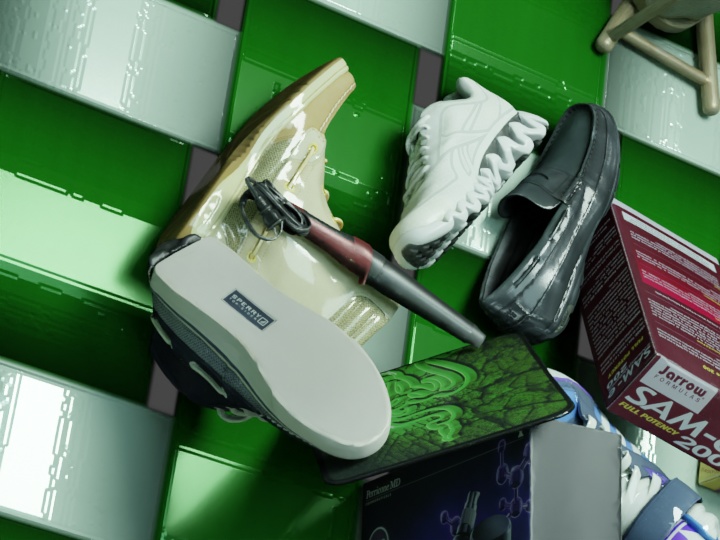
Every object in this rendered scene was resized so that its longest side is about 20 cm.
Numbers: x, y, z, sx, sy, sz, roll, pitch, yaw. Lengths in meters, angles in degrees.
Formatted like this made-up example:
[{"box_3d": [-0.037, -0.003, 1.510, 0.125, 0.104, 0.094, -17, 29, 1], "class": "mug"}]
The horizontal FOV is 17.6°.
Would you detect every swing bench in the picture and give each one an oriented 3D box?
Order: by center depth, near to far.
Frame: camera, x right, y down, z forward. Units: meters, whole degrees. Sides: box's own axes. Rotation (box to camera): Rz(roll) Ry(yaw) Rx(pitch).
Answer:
[{"box_3d": [0.304, -0.259, 1.800, 0.129, 0.199, 0.201, 28, 60, -22], "class": "swing bench"}]

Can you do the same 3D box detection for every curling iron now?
[{"box_3d": [0.000, 0.000, 1.532, 0.200, 0.026, 0.050, 33, 28, -22], "class": "curling iron"}]

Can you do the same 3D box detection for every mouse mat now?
[{"box_3d": [0.044, 0.085, 1.488, 0.160, 0.200, 0.008, -17, 103, -3], "class": "mouse mat"}]

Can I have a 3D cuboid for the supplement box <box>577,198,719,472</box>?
[{"box_3d": [0.217, 0.043, 1.663, 0.109, 0.061, 0.200, 29, 26, -21], "class": "supplement box"}]

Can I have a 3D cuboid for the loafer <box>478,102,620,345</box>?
[{"box_3d": [0.137, -0.043, 1.695, 0.070, 0.068, 0.201, 35, 61, -28], "class": "loafer"}]

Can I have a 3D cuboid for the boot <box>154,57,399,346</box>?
[{"box_3d": [-0.028, -0.034, 1.582, 0.155, 0.073, 0.200, 43, 57, -12], "class": "boot"}]

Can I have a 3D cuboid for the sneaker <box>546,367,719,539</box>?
[{"box_3d": [0.178, 0.148, 1.566, 0.081, 0.146, 0.200, -52, 139, -9], "class": "sneaker"}]

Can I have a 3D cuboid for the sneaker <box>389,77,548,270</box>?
[{"box_3d": [0.060, -0.070, 1.649, 0.081, 0.075, 0.200, 42, 39, -2], "class": "sneaker"}]

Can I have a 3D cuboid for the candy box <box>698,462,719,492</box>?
[{"box_3d": [0.328, 0.085, 1.781, 0.116, 0.056, 0.201, 24, 61, -24], "class": "candy box"}]

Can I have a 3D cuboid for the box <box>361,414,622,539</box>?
[{"box_3d": [0.080, 0.187, 1.494, 0.079, 0.200, 0.142, 16, 64, -27], "class": "box"}]

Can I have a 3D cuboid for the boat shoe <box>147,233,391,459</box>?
[{"box_3d": [-0.059, 0.067, 1.471, 0.075, 0.093, 0.200, -29, 58, -30], "class": "boat shoe"}]
